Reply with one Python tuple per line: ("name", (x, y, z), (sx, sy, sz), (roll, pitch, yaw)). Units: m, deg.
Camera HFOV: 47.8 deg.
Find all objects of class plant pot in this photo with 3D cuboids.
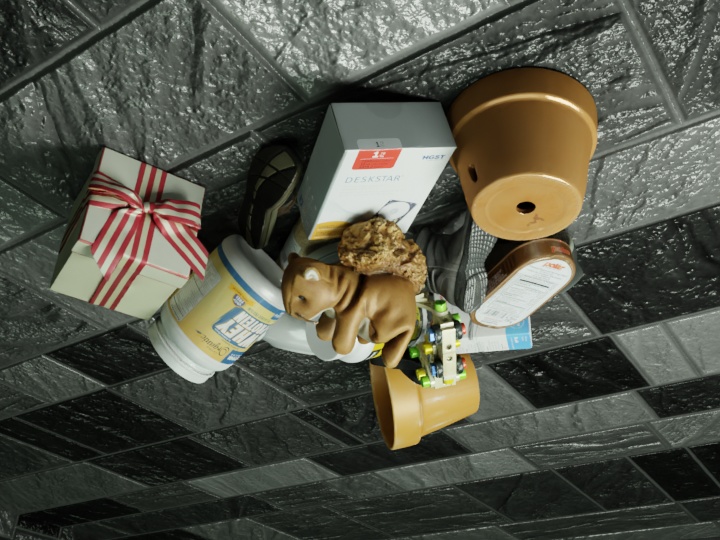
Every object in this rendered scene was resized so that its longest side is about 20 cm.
("plant pot", (0.127, 0.231, 1.587), (0.181, 0.202, 0.201), (-9, 149, -10))
("plant pot", (0.206, -0.134, 1.032), (0.197, 0.142, 0.201), (2, 147, 1))

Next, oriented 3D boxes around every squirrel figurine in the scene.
("squirrel figurine", (-0.011, 0.012, 1.130), (0.185, 0.142, 0.202), (26, 99, -20))

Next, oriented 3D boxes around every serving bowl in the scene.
("serving bowl", (-0.108, 0.107, 1.424), (0.197, 0.067, 0.200), (11, 178, 0))

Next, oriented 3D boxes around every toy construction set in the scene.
("toy construction set", (0.112, 0.100, 1.259), (0.091, 0.131, 0.202), (-23, 121, -1))

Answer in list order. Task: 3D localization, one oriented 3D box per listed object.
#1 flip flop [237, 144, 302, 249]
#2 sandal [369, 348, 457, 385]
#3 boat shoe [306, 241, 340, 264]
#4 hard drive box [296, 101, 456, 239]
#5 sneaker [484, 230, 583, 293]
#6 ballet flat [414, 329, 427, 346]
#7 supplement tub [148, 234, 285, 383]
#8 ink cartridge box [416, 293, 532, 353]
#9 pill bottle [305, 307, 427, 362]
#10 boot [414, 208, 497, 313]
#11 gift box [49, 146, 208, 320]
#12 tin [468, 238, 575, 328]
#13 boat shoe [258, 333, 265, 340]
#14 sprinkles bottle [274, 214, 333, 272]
("flip flop", (-0.125, -0.107, 1.176), (0.057, 0.081, 0.201), (-20, 152, -35))
("sandal", (0.103, 0.169, 1.423), (0.199, 0.049, 0.075), (5, -161, 44))
("boat shoe", (0.000, 0.001, 1.264), (0.199, 0.072, 0.070), (-1, 147, -43))
("hard drive box", (0.014, -0.130, 1.079), (0.154, 0.078, 0.201), (-6, 151, -21))
("sneaker", (0.256, 0.009, 1.311), (0.198, 0.076, 0.106), (-14, 141, 23))
("ballet flat", (0.068, 0.093, 1.476), (0.198, 0.075, 0.074), (21, 144, -31))
("supplement tub", (-0.214, 0.060, 1.250), (0.200, 0.145, 0.144), (-44, 133, 9))
("ink cartridge box", (0.186, 0.075, 1.380), (0.197, 0.117, 0.067), (-6, 154, 13))
("pill bottle", (0.009, 0.086, 1.318), (0.199, 0.114, 0.112), (-9, 165, -47))
("boot", (0.135, -0.045, 1.228), (0.069, 0.203, 0.131), (-5, -156, -42))
("gift box", (-0.330, -0.039, 1.181), (0.183, 0.202, 0.187), (16, 145, -29))
("tin", (0.245, 0.025, 1.248), (0.111, 0.042, 0.200), (10, 139, -31))
("boat shoe", (-0.254, 0.075, 1.367), (0.201, 0.086, 0.075), (29, 133, 28))
("sprinkles bottle", (-0.082, -0.042, 1.270), (0.067, 0.069, 0.200), (13, 147, -16))
